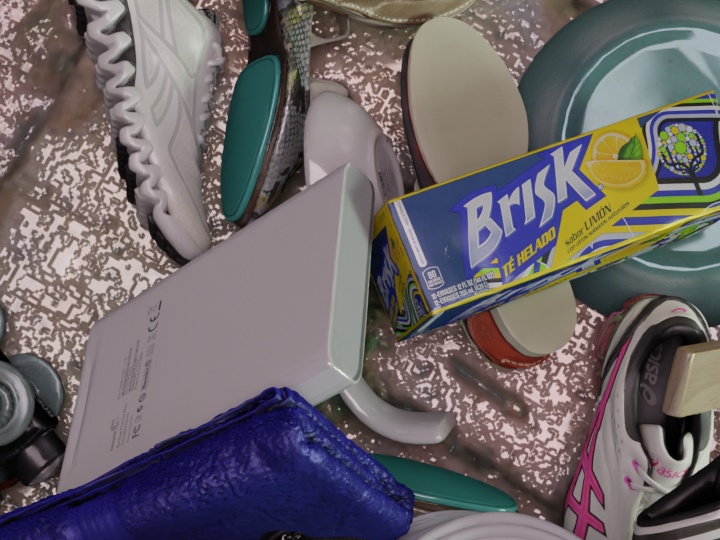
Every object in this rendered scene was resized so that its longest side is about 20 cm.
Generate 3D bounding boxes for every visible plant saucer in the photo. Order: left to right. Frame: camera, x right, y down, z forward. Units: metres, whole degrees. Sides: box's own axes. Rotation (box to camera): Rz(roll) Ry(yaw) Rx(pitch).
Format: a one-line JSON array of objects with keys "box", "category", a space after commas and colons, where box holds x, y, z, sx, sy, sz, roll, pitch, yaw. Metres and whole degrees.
[{"box": [0.182, -0.067, 1.053, 0.198, 0.036, 0.202, 0, 82, -1], "category": "plant saucer"}]

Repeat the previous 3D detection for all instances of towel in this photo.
[{"box": [-0.086, 0.126, 0.907, 0.198, 0.148, 0.050, -23, 60, 15], "category": "towel"}]

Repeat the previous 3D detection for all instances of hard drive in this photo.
[{"box": [-0.076, 0.041, 0.950, 0.026, 0.199, 0.133, 37, 39, -32], "category": "hard drive"}]

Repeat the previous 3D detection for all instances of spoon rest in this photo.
[{"box": [0.000, 0.000, 1.019, 0.060, 0.099, 0.202, -12, 97, 18], "category": "spoon rest"}]

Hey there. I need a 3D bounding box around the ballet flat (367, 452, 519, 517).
[{"box": [-0.012, 0.130, 1.012, 0.198, 0.068, 0.068, 17, 103, -5], "category": "ballet flat"}]

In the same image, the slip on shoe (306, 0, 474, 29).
[{"box": [0.002, -0.180, 1.005, 0.199, 0.060, 0.077, 6, 80, -37], "category": "slip on shoe"}]

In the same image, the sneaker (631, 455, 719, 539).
[{"box": [0.225, 0.150, 0.892, 0.198, 0.076, 0.117, 4, 107, -2], "category": "sneaker"}]

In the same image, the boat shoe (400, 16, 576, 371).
[{"box": [0.064, -0.041, 1.034, 0.071, 0.063, 0.202, -16, 83, -21], "category": "boat shoe"}]

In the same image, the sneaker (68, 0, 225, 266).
[{"box": [-0.109, -0.104, 1.037, 0.080, 0.075, 0.202, -14, 84, -12], "category": "sneaker"}]

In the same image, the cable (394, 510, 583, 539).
[{"box": [0.063, 0.222, 0.935, 0.199, 0.069, 0.201, -36, 91, -22], "category": "cable"}]

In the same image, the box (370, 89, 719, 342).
[{"box": [0.103, -0.029, 0.969, 0.198, 0.070, 0.065, -20, 81, -19], "category": "box"}]

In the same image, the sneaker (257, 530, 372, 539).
[{"box": [0.034, 0.175, 0.840, 0.198, 0.112, 0.074, 19, 73, -11], "category": "sneaker"}]

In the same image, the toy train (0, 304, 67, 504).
[{"box": [-0.251, 0.053, 1.011, 0.114, 0.085, 0.200, -41, 87, 7], "category": "toy train"}]

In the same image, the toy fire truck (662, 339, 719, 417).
[{"box": [0.237, 0.105, 0.973, 0.198, 0.129, 0.178, 10, 84, -7], "category": "toy fire truck"}]

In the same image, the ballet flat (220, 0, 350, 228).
[{"box": [-0.038, -0.122, 1.043, 0.071, 0.072, 0.203, 3, 84, -1], "category": "ballet flat"}]

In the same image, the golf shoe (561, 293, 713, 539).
[{"box": [0.151, 0.113, 0.998, 0.072, 0.092, 0.202, 4, 92, -1], "category": "golf shoe"}]
